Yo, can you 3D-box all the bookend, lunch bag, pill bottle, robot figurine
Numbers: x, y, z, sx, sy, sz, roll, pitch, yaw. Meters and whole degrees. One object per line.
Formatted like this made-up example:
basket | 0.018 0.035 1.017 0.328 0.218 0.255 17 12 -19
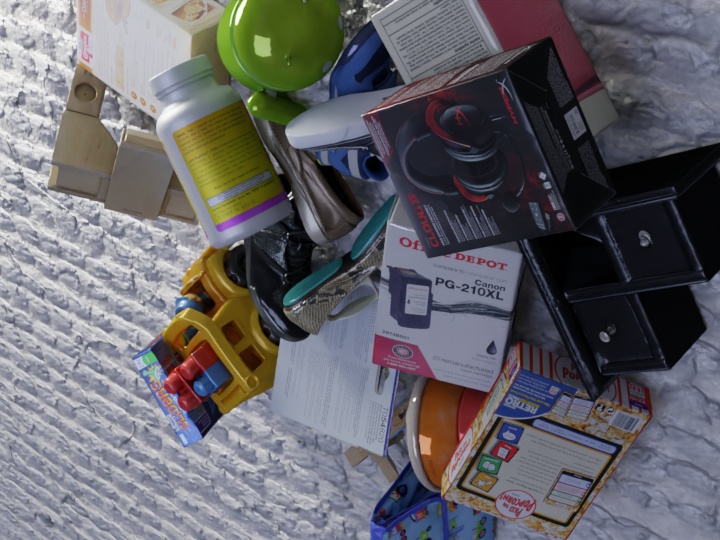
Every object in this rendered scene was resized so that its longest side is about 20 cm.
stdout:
bookend | 0.270 0.007 1.234 0.198 0.092 0.201 -10 111 50
lunch bag | 0.069 0.309 1.591 0.094 0.200 0.152 24 134 34
pill bottle | -0.161 -0.134 1.487 0.104 0.104 0.202 -17 101 51
robot figurine | -0.083 -0.242 1.369 0.200 0.114 0.177 -162 85 -75

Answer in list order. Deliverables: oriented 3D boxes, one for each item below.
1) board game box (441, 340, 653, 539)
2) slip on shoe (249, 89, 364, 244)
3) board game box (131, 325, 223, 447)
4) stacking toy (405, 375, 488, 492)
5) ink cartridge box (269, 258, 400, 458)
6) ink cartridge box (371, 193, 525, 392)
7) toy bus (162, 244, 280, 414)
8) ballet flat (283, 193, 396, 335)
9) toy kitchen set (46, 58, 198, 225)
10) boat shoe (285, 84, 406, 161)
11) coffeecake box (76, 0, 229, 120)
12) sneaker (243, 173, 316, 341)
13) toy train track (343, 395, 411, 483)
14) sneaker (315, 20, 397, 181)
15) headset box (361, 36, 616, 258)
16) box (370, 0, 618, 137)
board game box | 0.191 0.183 1.395 0.150 0.046 0.201 21 124 -9
slip on shoe | -0.059 -0.131 1.501 0.060 0.076 0.202 -23 88 27
board game box | -0.218 0.132 1.778 0.034 0.200 0.136 -26 98 22
stacking toy | 0.162 0.177 1.480 0.198 0.146 0.147 -1 119 27
ink cartridge box | -0.016 0.100 1.590 0.199 0.040 0.202 18 102 41
ink cartridge box | 0.096 0.017 1.399 0.143 0.085 0.201 13 131 9
toy bus | -0.183 0.083 1.702 0.201 0.191 0.136 53 144 4
ballet flat | 0.000 0.000 1.507 0.075 0.068 0.200 42 108 -17
toy kitchen set | -0.274 -0.187 1.681 0.198 0.182 0.163 14 153 -12
boat shoe | 0.026 -0.142 1.334 0.072 0.198 0.068 -105 0 -58
coffeecake box | -0.249 -0.277 1.595 0.199 0.073 0.154 36 139 23
sneaker | -0.081 -0.022 1.567 0.114 0.076 0.202 -28 66 47
toy train track | 0.042 0.193 1.677 0.115 0.032 0.200 56 138 10
sneaker | 0.011 -0.175 1.398 0.082 0.074 0.201 33 143 17
headset box | 0.102 -0.101 1.167 0.199 0.075 0.150 -10 111 48
box | 0.124 -0.188 1.229 0.127 0.109 0.201 -20 103 50
